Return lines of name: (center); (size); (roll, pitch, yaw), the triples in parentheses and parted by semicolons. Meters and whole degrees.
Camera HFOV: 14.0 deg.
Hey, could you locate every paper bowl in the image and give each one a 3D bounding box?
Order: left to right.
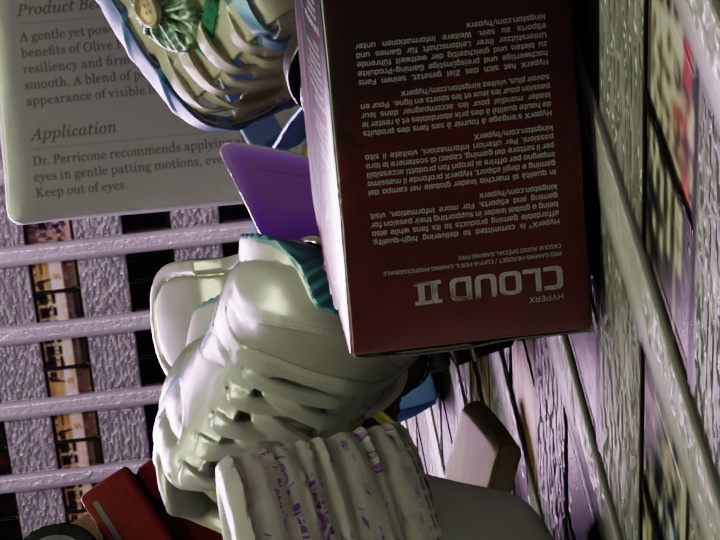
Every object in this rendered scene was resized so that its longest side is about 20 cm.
paper bowl: (0.020, 0.149, 0.947); (0.201, 0.104, 0.202); (168, 90, -84)

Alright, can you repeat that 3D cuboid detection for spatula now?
spatula: (0.000, 0.000, 1.261); (0.200, 0.056, 0.021); (47, -122, -56)

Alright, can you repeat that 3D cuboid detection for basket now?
basket: (-0.051, -0.146, 1.192); (0.177, 0.139, 0.200); (63, 167, 3)

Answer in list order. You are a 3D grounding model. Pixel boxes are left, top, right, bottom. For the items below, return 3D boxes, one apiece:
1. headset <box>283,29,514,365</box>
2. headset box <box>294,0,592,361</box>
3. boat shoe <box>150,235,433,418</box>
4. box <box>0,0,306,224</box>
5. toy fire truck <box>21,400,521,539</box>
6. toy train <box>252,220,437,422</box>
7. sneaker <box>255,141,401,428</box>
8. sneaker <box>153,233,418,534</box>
headset: (0.024, -0.064, 1.048); (0.124, 0.094, 0.201); (-112, 0, -62)
headset box: (0.019, -0.074, 0.880); (0.149, 0.075, 0.201); (-106, 11, -72)
boat shoe: (-0.018, 0.022, 1.176); (0.200, 0.060, 0.074); (-5, 95, 62)
box: (-0.086, -0.122, 1.496); (0.200, 0.198, 0.172); (-124, 29, -83)
toy fire truck: (-0.023, 0.125, 1.151); (0.176, 0.200, 0.129); (53, 177, 37)
toy train: (-0.011, 0.023, 1.494); (0.200, 0.086, 0.115); (-174, 72, -86)
sneaker: (-0.025, 0.032, 1.333); (0.075, 0.076, 0.201); (49, -132, -49)
sneaker: (-0.025, 0.042, 1.021); (0.200, 0.076, 0.081); (129, 158, -71)
